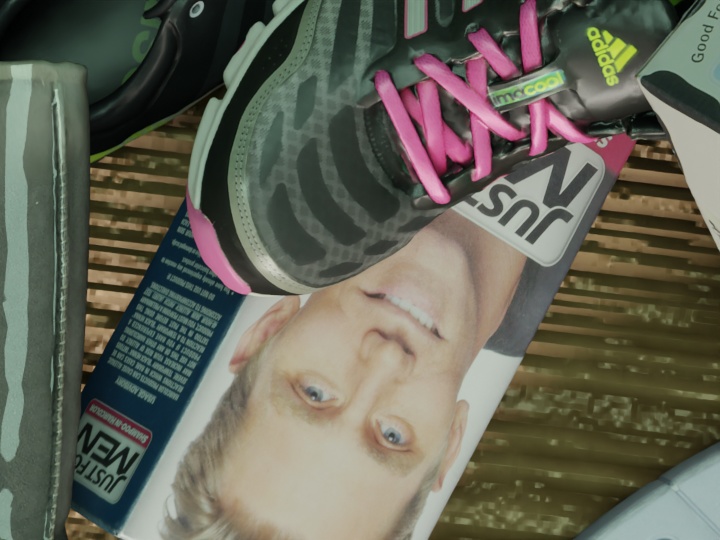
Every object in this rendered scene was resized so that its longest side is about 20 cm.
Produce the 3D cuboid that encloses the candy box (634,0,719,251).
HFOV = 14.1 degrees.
[{"bbox_3d":[0.184,0.009,0.744,0.200,0.168,0.072,33,78,32],"label":"candy box"}]

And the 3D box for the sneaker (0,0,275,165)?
[{"bbox_3d":[-0.042,-0.091,0.862,0.200,0.083,0.072,-40,90,-3],"label":"sneaker"}]

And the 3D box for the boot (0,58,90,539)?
[{"bbox_3d":[-0.134,0.046,0.821,0.181,0.072,0.201,-8,94,37],"label":"boot"}]

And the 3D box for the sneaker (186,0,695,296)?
[{"bbox_3d":[0.044,-0.058,0.774,0.200,0.087,0.074,-35,117,-19],"label":"sneaker"}]

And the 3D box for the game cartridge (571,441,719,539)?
[{"bbox_3d":[0.092,0.147,0.881,0.133,0.041,0.200,44,87,4],"label":"game cartridge"}]

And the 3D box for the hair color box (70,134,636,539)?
[{"bbox_3d":[0.000,0.000,0.851,0.100,0.060,0.201,30,87,-34],"label":"hair color box"}]
